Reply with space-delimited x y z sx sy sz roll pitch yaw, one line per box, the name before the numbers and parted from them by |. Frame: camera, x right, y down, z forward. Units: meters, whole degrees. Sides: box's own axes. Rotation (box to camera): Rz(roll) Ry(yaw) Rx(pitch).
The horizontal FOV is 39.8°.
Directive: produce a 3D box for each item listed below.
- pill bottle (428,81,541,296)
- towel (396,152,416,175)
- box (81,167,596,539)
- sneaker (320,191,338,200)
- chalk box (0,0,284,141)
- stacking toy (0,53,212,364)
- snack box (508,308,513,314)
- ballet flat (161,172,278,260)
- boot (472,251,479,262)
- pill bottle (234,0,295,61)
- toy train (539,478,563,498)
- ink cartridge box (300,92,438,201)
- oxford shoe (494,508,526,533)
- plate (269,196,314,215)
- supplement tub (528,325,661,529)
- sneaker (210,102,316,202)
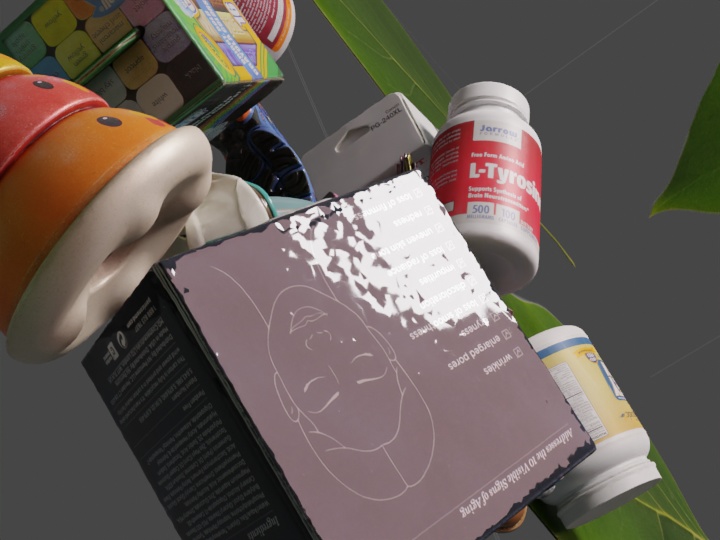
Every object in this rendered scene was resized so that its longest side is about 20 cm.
pill bottle | 0.122 -0.084 0.985 0.112 0.112 0.200 40 46 -41
towel | 0.063 -0.014 1.045 0.200 0.023 0.144 67 20 -59
box | -0.009 0.075 0.555 0.200 0.124 0.197 -23 76 -42
sneaker | 0.000 0.000 0.914 0.086 0.080 0.200 33 25 -24
chalk box | -0.158 -0.148 0.702 0.124 0.125 0.200 55 15 -2
stacking toy | -0.189 -0.063 0.501 0.200 0.146 0.146 38 17 0
snack box | 0.109 0.042 1.017 0.200 0.072 0.024 23 72 -74
ballet flat | -0.122 -0.035 0.641 0.069 0.069 0.200 46 -15 -29
boot | 0.077 0.097 0.885 0.138 0.077 0.200 64 35 -51
pill bottle | -0.157 -0.273 0.972 0.113 0.113 0.200 62 17 21
toy train | 0.132 0.149 1.029 0.114 0.087 0.200 -4 62 -61
ink cartridge box | 0.045 -0.092 1.130 0.200 0.145 0.083 32 29 -54
oxford shoe | 0.115 0.145 0.930 0.071 0.071 0.200 126 -48 -72
plate | -0.036 0.012 0.718 0.200 0.026 0.200 15 45 -15
supplement tub | 0.242 0.181 1.156 0.145 0.145 0.200 23 35 -61
sneaker | -0.089 -0.103 0.907 0.200 0.075 0.078 62 14 16
